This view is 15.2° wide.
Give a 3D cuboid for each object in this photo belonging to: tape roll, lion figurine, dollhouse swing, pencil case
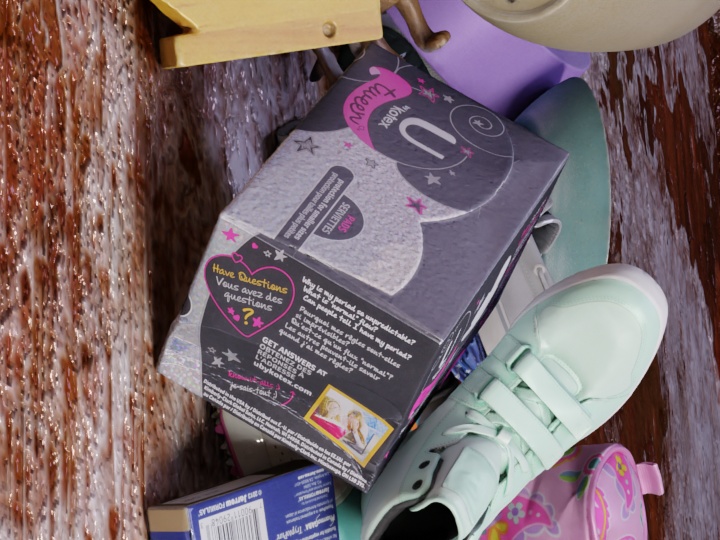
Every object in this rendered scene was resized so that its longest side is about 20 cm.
[{"bbox_3d":[0.068,-0.196,1.799,0.200,0.066,0.200,46,18,-20],"label":"tape roll"},{"bbox_3d":[-0.014,-0.170,1.589,0.072,0.200,0.123,-40,103,-25],"label":"lion figurine"},{"bbox_3d":[-0.087,-0.213,1.456,0.181,0.176,0.201,-11,97,-33],"label":"dollhouse swing"},{"bbox_3d":[0.076,0.144,1.593,0.087,0.200,0.088,12,76,-57],"label":"pencil case"}]

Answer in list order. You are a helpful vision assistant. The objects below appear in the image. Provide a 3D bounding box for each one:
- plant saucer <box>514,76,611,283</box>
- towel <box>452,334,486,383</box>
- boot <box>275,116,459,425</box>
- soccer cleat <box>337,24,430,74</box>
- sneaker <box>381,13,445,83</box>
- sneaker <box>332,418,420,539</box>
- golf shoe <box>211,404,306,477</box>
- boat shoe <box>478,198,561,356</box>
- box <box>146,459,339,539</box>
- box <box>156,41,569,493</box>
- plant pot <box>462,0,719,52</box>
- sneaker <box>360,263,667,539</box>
[{"bbox_3d":[0.115,-0.025,1.735,0.200,0.036,0.201,-177,-90,-79],"label":"plant saucer"},{"bbox_3d":[0.065,0.044,1.708,0.200,0.024,0.145,68,7,-55],"label":"towel"},{"bbox_3d":[0.002,-0.001,1.662,0.182,0.072,0.201,-32,108,-76],"label":"boot"},{"bbox_3d":[0.022,-0.058,1.738,0.081,0.067,0.201,-65,149,-63],"label":"soccer cleat"},{"bbox_3d":[0.040,-0.139,1.863,0.200,0.074,0.116,46,19,-50],"label":"sneaker"},{"bbox_3d":[-0.001,0.113,1.510,0.080,0.071,0.200,62,26,-15],"label":"sneaker"},{"bbox_3d":[-0.023,0.036,1.482,0.200,0.091,0.075,-82,158,-46],"label":"golf shoe"},{"bbox_3d":[0.089,-0.020,1.641,0.072,0.068,0.200,67,6,-55],"label":"boat shoe"},{"bbox_3d":[-0.047,0.204,1.360,0.121,0.032,0.201,-13,96,-54],"label":"box"},{"bbox_3d":[0.004,-0.008,1.389,0.200,0.132,0.115,-52,170,-53],"label":"box"},{"bbox_3d":[0.123,-0.206,1.593,0.200,0.187,0.188,-33,116,-64],"label":"plant pot"},{"bbox_3d":[0.079,0.087,1.359,0.074,0.200,0.118,43,18,-10],"label":"sneaker"}]
